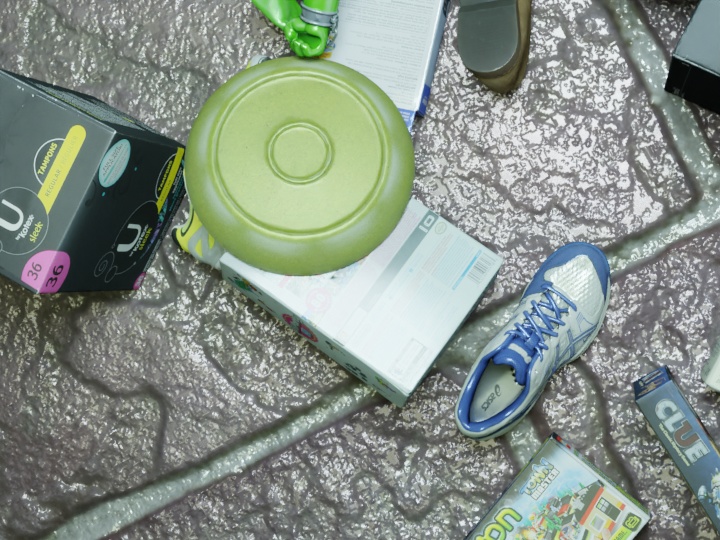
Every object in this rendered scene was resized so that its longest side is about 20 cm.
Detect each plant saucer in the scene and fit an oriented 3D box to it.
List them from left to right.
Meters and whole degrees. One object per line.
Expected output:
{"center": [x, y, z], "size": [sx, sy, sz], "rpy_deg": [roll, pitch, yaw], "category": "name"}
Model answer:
{"center": [-0.052, -0.096, 0.998], "size": [0.199, 0.031, 0.200], "rpy_deg": [0, 76, -2], "category": "plant saucer"}

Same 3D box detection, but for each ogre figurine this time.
{"center": [-0.061, -0.294, 1.011], "size": [0.120, 0.098, 0.200], "rpy_deg": [-48, 41, 43], "category": "ogre figurine"}

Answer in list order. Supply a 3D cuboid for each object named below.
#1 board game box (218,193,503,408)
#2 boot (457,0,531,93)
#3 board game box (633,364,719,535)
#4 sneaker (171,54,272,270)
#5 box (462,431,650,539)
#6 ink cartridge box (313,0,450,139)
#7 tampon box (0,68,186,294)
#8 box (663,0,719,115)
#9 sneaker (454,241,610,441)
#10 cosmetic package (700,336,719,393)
{"center": [0.000, 0.000, 1.023], "size": [0.200, 0.064, 0.148], "rpy_deg": [36, 75, 8], "category": "board game box"}
{"center": [0.123, -0.252, 1.021], "size": [0.073, 0.075, 0.200], "rpy_deg": [2, 77, 22], "category": "boot"}
{"center": [0.290, 0.175, 0.948], "size": [0.035, 0.135, 0.200], "rpy_deg": [-33, 84, 11], "category": "board game box"}
{"center": [-0.121, -0.101, 1.066], "size": [0.076, 0.075, 0.200], "rpy_deg": [15, 93, 10], "category": "sneaker"}
{"center": [0.149, 0.255, 1.031], "size": [0.110, 0.035, 0.200], "rpy_deg": [39, 98, 10], "category": "box"}
{"center": [0.014, -0.218, 1.053], "size": [0.119, 0.042, 0.200], "rpy_deg": [13, 90, 13], "category": "ink cartridge box"}
{"center": [-0.256, -0.073, 1.032], "size": [0.126, 0.200, 0.150], "rpy_deg": [28, 97, 11], "category": "tampon box"}
{"center": [0.317, -0.155, 0.905], "size": [0.141, 0.200, 0.079], "rpy_deg": [25, 97, 11], "category": "box"}
{"center": [0.151, 0.065, 1.002], "size": [0.075, 0.088, 0.200], "rpy_deg": [32, 96, 12], "category": "sneaker"}
{"center": [0.372, 0.025, 0.961], "size": [0.105, 0.071, 0.200], "rpy_deg": [25, 96, 11], "category": "cosmetic package"}
